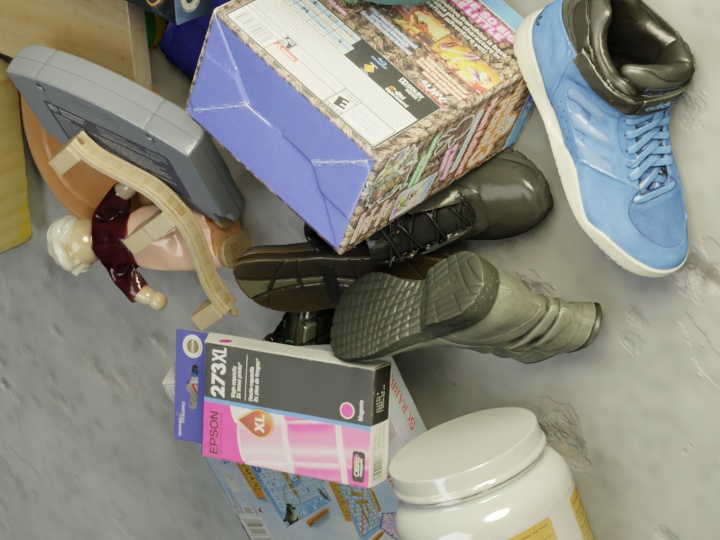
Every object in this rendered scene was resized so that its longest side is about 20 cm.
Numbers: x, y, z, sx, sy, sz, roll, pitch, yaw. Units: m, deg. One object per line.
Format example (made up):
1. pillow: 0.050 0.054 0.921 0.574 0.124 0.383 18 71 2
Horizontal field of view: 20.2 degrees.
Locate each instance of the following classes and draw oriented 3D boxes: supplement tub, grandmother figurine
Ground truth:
1. supplement tub: 0.111 0.222 1.566 0.144 0.144 0.201 -5 110 47
2. grandmother figurine: -0.189 -0.025 1.749 0.199 0.060 0.122 -1 95 31

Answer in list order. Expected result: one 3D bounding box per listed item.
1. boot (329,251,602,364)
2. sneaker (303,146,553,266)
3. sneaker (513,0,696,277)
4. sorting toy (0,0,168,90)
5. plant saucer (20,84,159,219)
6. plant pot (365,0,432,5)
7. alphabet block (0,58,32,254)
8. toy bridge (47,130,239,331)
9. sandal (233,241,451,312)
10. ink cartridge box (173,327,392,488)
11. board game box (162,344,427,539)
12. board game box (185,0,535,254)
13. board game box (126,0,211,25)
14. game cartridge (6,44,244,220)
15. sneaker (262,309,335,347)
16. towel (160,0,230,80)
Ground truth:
1. boot: 0.077 0.046 1.509 0.200 0.130 0.068 -15 59 51
2. sneaker: 0.048 -0.039 1.491 0.199 0.091 0.076 -6 118 33
3. sneaker: 0.183 -0.095 1.339 0.111 0.077 0.201 -22 91 59
4. sorting toy: -0.238 -0.263 1.668 0.199 0.069 0.200 23 129 34
5. plant saucer: -0.235 -0.113 1.793 0.200 0.032 0.201 24 130 33
6. plant pot: 0.025 -0.256 1.333 0.200 0.200 0.135 46 168 13
7. alphabet block: -0.444 -0.104 1.869 0.195 0.200 0.197 31 134 35
8. toy bridge: -0.168 -0.036 1.670 0.200 0.027 0.067 48 134 -10
9. sandal: 0.000 0.000 1.580 0.199 0.055 0.082 2 134 19
10. ink cartridge box: -0.070 0.106 1.580 0.199 0.037 0.095 8 103 30
11. board game box: -0.036 0.148 1.666 0.199 0.041 0.201 -4 129 29
12. board game box: 0.009 -0.132 1.397 0.159 0.200 0.097 43 139 17
13. board game box: -0.190 -0.277 1.507 0.200 0.035 0.136 28 132 41
14. game cartridge: -0.193 -0.116 1.652 0.199 0.041 0.133 25 164 26
15. sneaker: -0.052 0.066 1.687 0.079 0.075 0.201 31 133 31
16. towel: -0.068 -0.165 1.580 0.200 0.049 0.148 44 146 15
